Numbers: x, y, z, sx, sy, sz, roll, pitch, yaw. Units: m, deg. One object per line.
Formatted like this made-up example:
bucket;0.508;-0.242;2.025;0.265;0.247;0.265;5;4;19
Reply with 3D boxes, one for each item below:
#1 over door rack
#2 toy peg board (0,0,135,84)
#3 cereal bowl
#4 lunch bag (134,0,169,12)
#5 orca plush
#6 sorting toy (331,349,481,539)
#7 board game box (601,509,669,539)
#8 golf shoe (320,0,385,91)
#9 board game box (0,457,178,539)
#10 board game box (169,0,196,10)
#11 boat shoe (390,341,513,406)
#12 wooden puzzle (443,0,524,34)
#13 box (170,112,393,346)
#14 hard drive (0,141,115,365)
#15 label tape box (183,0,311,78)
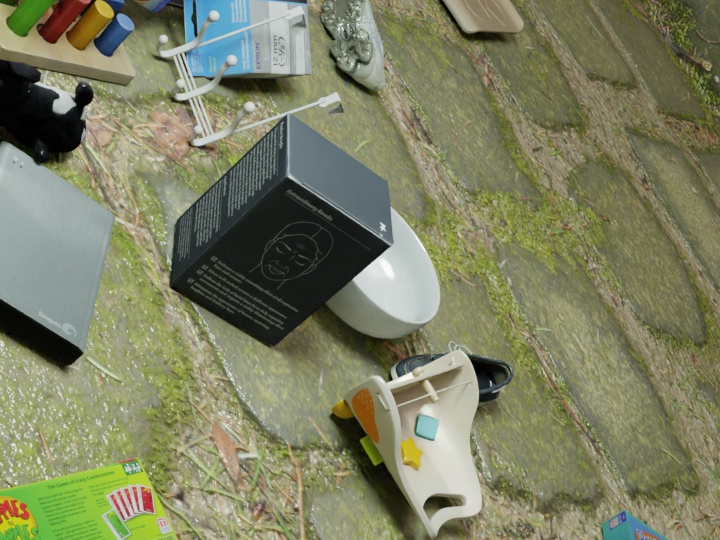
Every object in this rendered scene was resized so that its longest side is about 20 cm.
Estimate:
over door rack;-0.132;-0.244;1.733;0.198;0.067;0.149;-15;67;-17
toy peg board;-0.338;-0.330;1.607;0.198;0.098;0.202;5;54;-52
cereal bowl;0.000;0.000;1.726;0.199;0.083;0.201;35;32;-26
lunch bag;-0.218;-0.414;1.641;0.125;0.199;0.170;61;13;11
orca plush;-0.310;-0.146;1.416;0.104;0.200;0.072;-14;77;-11
sorting toy;0.069;0.201;1.594;0.199;0.106;0.182;-10;72;-58
board game box;0.383;0.425;1.828;0.151;0.045;0.201;35;33;-26
golf shoe;-0.004;-0.351;2.148;0.097;0.078;0.202;45;31;-46
board game box;-0.241;0.224;1.174;0.199;0.048;0.102;-5;60;-57
board game box;-0.188;-0.427;1.829;0.199;0.201;0.026;3;40;-53
boat shoe;0.116;0.131;1.765;0.199;0.062;0.076;14;47;-46
wooden puzzle;0.193;-0.499;2.602;0.199;0.046;0.186;-16;70;-54
box;-0.085;-0.041;1.533;0.148;0.200;0.108;33;34;-29
hard drive;-0.310;-0.018;1.363;0.139;0.033;0.201;36;33;-26
label tape box;-0.144;-0.321;1.838;0.199;0.065;0.145;-12;100;-60
